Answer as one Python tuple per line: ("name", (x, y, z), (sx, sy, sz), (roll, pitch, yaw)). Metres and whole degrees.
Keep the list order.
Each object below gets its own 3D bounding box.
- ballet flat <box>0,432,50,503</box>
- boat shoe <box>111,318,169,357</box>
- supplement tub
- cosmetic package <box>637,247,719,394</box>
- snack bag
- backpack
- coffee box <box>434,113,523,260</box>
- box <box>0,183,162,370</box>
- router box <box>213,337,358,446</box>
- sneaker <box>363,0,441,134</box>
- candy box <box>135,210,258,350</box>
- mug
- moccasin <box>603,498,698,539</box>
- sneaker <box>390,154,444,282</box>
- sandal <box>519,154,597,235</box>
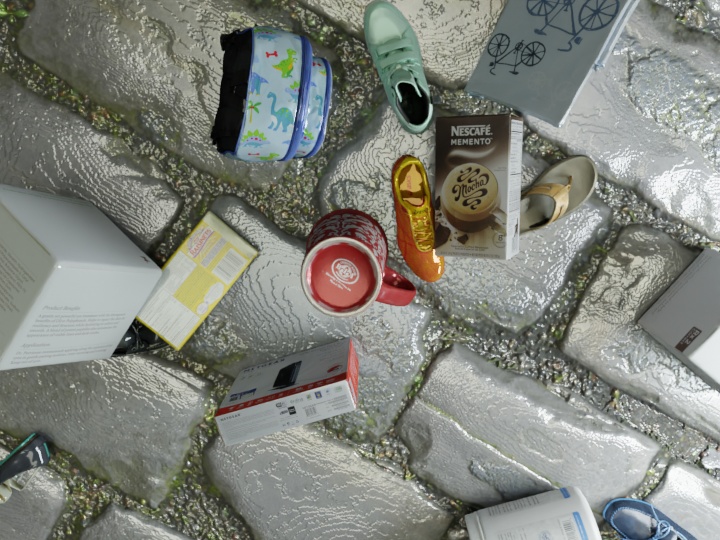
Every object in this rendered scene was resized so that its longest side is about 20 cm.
("ballet flat", (-0.611, 0.358, 1.023), (0.199, 0.073, 0.073), (-35, 99, 6))
("boat shoe", (-0.376, 0.104, 0.964), (0.197, 0.066, 0.075), (-3, 101, 1))
("supplement tub", (0.285, 0.445, 0.990), (0.198, 0.132, 0.133), (-16, 101, 6))
("cosmetic package", (0.571, 0.100, 0.894), (0.200, 0.165, 0.165), (39, 99, -7))
("snack bag", (0.257, -0.310, 0.830), (0.021, 0.188, 0.201), (14, 107, -48))
("backpack", (-0.119, -0.236, 0.820), (0.145, 0.200, 0.185), (5, 101, -20))
("coffee box", (0.172, -0.123, 0.878), (0.112, 0.080, 0.202), (4, 102, 28))
("box", (-0.442, 0.007, 0.849), (0.200, 0.199, 0.172), (40, 101, 19))
("router box", (-0.104, 0.180, 0.917), (0.198, 0.180, 0.049), (-17, 101, 4))
("sneaker", (0.059, -0.293, 0.846), (0.073, 0.118, 0.202), (-21, 99, 7))
("candy box", (-0.261, 0.016, 0.942), (0.102, 0.026, 0.200), (40, 86, -5))
("mug", (-0.002, -0.012, 0.864), (0.175, 0.200, 0.135), (2, 101, 1))
("moccasin", (0.514, 0.452, 1.018), (0.198, 0.068, 0.081), (24, 101, -4))
("sneaker", (0.084, -0.074, 0.913), (0.072, 0.077, 0.202), (-17, 103, 3))
("sandal", (0.273, -0.101, 0.914), (0.199, 0.054, 0.081), (-29, 99, 8))
